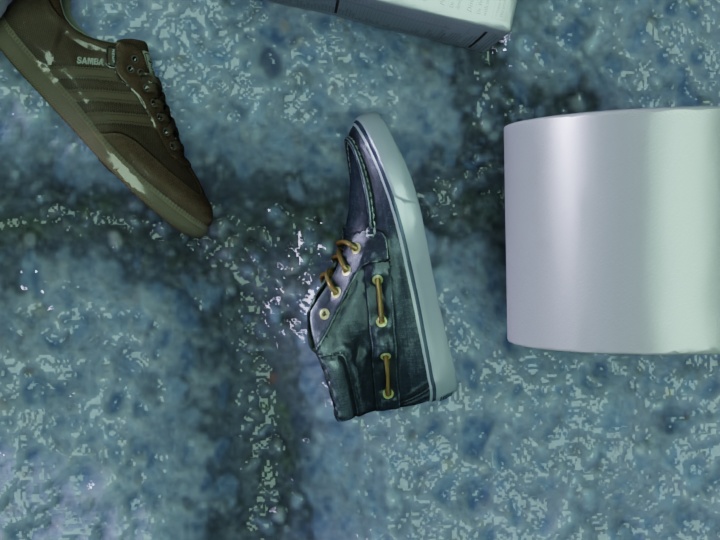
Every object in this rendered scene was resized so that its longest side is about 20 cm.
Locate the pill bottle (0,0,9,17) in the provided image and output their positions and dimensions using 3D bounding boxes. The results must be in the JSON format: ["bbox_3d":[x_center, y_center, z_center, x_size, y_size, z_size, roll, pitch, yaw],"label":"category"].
[{"bbox_3d":[-0.295,-0.195,0.773,0.197,0.112,0.114,-16,93,6],"label":"pill bottle"}]

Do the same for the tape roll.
[{"bbox_3d":[0.191,-0.026,0.776,0.199,0.203,0.142,-2,93,-3],"label":"tape roll"}]

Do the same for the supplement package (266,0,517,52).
[{"bbox_3d":[0.006,-0.224,0.801,0.197,0.114,0.111,13,93,-4],"label":"supplement package"}]

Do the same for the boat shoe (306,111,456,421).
[{"bbox_3d":[0.000,0.000,0.828,0.090,0.071,0.203,-15,95,-7],"label":"boat shoe"}]

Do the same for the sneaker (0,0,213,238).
[{"bbox_3d":[-0.157,-0.112,0.817,0.076,0.070,0.200,-44,94,-2],"label":"sneaker"}]
